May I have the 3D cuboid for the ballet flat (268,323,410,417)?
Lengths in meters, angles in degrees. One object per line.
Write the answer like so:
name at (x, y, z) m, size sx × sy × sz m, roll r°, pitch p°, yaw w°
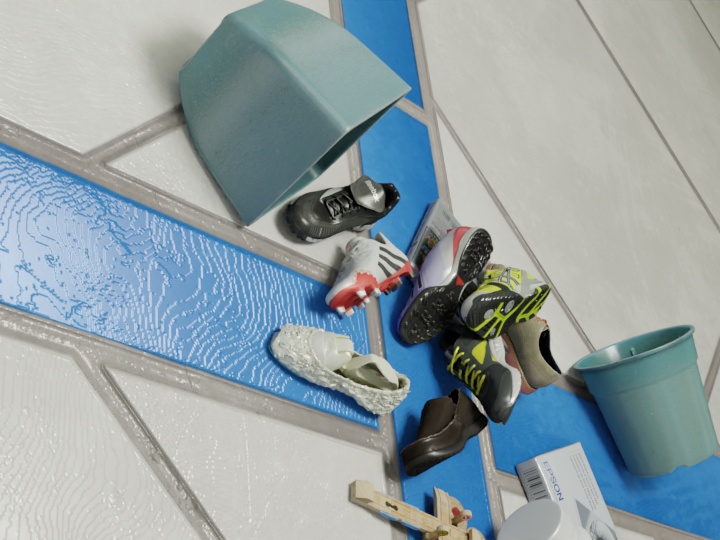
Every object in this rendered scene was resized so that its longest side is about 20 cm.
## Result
ballet flat at (-0.016, 0.108, 1.335) m, size 0.200 × 0.072 × 0.072 m, roll 32°, pitch 43°, yaw -35°

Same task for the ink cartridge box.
ink cartridge box at (0.320, 0.350, 1.621) m, size 0.200 × 0.041 × 0.200 m, roll -3°, pitch 69°, yaw -54°

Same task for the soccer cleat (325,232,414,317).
soccer cleat at (0.000, 0.000, 1.443) m, size 0.085 × 0.069 × 0.200 m, roll 55°, pitch 30°, yaw 7°

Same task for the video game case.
video game case at (0.147, 0.016, 1.660) m, size 0.200 × 0.023 × 0.182 m, roll 50°, pitch 34°, yaw -17°

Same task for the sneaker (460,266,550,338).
sneaker at (0.185, 0.040, 1.558) m, size 0.076 × 0.076 × 0.200 m, roll 36°, pitch 23°, yaw 26°

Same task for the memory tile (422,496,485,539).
memory tile at (0.137, 0.387, 1.374) m, size 0.200 × 0.017 × 0.153 m, roll 55°, pitch 34°, yaw -9°

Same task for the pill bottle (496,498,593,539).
pill bottle at (0.264, 0.395, 1.436) m, size 0.200 × 0.114 × 0.114 m, roll 54°, pitch 33°, yaw -19°

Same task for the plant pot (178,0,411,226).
plant pot at (-0.099, -0.212, 1.360) m, size 0.200 × 0.196 × 0.196 m, roll 49°, pitch 34°, yaw -2°

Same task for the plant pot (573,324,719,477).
plant pot at (0.467, 0.212, 1.801) m, size 0.200 × 0.200 × 0.196 m, roll -19°, pitch 89°, yaw -56°

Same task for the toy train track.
toy train track at (0.074, 0.288, 1.328) m, size 0.200 × 0.033 × 0.115 m, roll 29°, pitch 41°, yaw -28°

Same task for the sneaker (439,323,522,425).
sneaker at (0.153, 0.137, 1.506) m, size 0.084 × 0.075 × 0.200 m, roll 15°, pitch 22°, yaw -14°

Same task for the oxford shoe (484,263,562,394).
oxford shoe at (0.241, 0.076, 1.653) m, size 0.070 × 0.075 × 0.200 m, roll -4°, pitch 72°, yaw -56°

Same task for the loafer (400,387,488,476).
loafer at (0.094, 0.199, 1.417) m, size 0.071 × 0.073 × 0.200 m, roll 59°, pitch 24°, yaw 5°

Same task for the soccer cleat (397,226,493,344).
soccer cleat at (0.103, 0.019, 1.539) m, size 0.200 × 0.073 × 0.068 m, roll -53°, pitch 127°, yaw -22°

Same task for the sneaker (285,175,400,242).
sneaker at (-0.016, -0.086, 1.455) m, size 0.200 × 0.090 × 0.067 m, roll -13°, pitch 76°, yaw -56°
